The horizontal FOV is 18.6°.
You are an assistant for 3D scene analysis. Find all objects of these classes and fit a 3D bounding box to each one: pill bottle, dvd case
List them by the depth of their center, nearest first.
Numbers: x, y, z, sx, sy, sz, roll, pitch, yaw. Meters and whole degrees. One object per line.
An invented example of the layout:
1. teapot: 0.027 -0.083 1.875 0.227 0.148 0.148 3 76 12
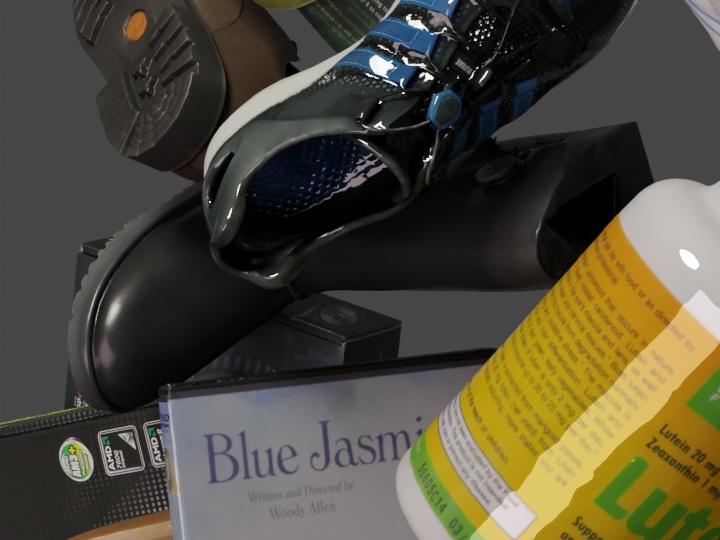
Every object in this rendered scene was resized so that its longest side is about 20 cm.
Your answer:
1. pill bottle: 0.115 0.038 0.792 0.111 0.111 0.200 47 108 20
2. dvd case: 0.000 0.136 0.868 0.018 0.143 0.200 173 91 -72

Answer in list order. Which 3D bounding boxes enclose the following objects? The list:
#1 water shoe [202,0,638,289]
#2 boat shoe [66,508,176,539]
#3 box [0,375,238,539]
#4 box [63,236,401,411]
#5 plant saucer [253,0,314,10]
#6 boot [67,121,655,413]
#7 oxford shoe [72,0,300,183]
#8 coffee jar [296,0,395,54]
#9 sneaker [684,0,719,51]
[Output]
1. water shoe: 0.027 -0.060 0.800 0.200 0.079 0.071 -36 119 23
2. boat shoe: -0.032 0.121 0.902 0.070 0.200 0.070 161 98 -74
3. box: -0.114 0.160 1.006 0.193 0.048 0.200 -12 91 35
4. box: -0.067 0.098 1.016 0.160 0.044 0.200 19 110 33
5. plant saucer: -0.019 -0.203 0.864 0.200 0.031 0.200 -32 51 50
6. boot: 0.000 -0.001 0.878 0.200 0.165 0.066 3 129 36
7. oxford shoe: -0.072 -0.103 0.942 0.073 0.084 0.200 -43 40 29
8. coffee jar: 0.060 -0.160 0.842 0.104 0.085 0.200 47 124 19
9. sneaker: 0.179 -0.085 0.791 0.200 0.075 0.087 43 158 11
